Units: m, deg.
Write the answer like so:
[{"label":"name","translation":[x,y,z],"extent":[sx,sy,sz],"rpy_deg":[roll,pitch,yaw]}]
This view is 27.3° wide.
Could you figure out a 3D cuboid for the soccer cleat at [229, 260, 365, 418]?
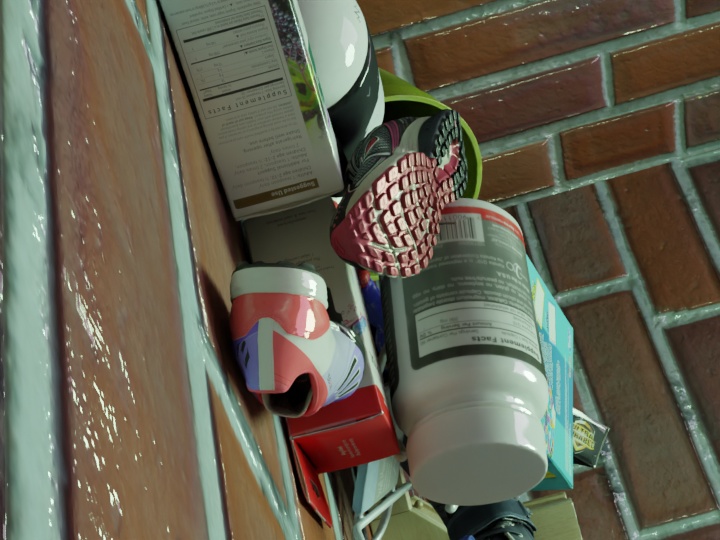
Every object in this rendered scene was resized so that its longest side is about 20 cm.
[{"label":"soccer cleat","translation":[-0.038,0.057,0.864],"extent":[0.200,0.068,0.074],"rpy_deg":[69,23,-70]}]

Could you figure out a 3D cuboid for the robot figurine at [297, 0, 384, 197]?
[{"label":"robot figurine","translation":[-0.049,-0.143,1.111],"extent":[0.125,0.149,0.200],"rpy_deg":[-59,165,-13]}]

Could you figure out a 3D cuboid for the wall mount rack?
[{"label":"wall mount rack","translation":[0.031,0.156,1.165],"extent":[0.174,0.074,0.202],"rpy_deg":[-31,132,-59]}]

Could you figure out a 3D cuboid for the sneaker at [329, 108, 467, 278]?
[{"label":"sneaker","translation":[0.018,-0.051,1.022],"extent":[0.200,0.074,0.081],"rpy_deg":[-51,134,-62]}]

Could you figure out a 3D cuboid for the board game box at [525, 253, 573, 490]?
[{"label":"board game box","translation":[0.131,0.080,1.233],"extent":[0.200,0.047,0.152],"rpy_deg":[49,39,-56]}]

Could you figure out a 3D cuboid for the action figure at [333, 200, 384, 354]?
[{"label":"action figure","translation":[0.000,0.000,1.192],"extent":[0.201,0.065,0.100],"rpy_deg":[70,22,-47]}]

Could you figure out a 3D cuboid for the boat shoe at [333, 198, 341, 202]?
[{"label":"boat shoe","translation":[-0.022,-0.026,1.348],"extent":[0.071,0.069,0.200],"rpy_deg":[58,-14,22]}]

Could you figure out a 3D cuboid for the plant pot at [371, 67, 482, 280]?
[{"label":"plant pot","translation":[-0.004,-0.126,1.500],"extent":[0.193,0.199,0.201],"rpy_deg":[-121,-169,-52]}]

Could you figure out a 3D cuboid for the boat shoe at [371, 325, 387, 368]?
[{"label":"boat shoe","translation":[0.016,0.056,1.326],"extent":[0.060,0.074,0.199],"rpy_deg":[47,-21,-28]}]

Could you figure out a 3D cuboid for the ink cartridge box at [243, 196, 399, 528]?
[{"label":"ink cartridge box","translation":[-0.022,0.066,1.028],"extent":[0.116,0.067,0.202],"rpy_deg":[68,7,-70]}]

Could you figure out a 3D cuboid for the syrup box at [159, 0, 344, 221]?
[{"label":"syrup box","translation":[-0.074,-0.143,0.952],"extent":[0.079,0.081,0.201],"rpy_deg":[-99,172,-62]}]

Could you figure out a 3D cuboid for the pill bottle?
[{"label":"pill bottle","translation":[0.075,0.059,1.069],"extent":[0.114,0.113,0.201],"rpy_deg":[72,11,-55]}]

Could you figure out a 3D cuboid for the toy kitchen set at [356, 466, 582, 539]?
[{"label":"toy kitchen set","translation":[0.102,0.214,1.453],"extent":[0.163,0.198,0.182],"rpy_deg":[-46,121,-88]}]

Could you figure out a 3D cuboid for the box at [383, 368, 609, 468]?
[{"label":"box","translation":[0.102,0.123,1.422],"extent":[0.198,0.199,0.050],"rpy_deg":[-2,-117,56]}]

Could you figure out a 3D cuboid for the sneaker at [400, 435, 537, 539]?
[{"label":"sneaker","translation":[0.086,0.194,1.292],"extent":[0.202,0.077,0.147],"rpy_deg":[45,17,-40]}]

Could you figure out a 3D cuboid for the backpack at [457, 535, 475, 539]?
[{"label":"backpack","translation":[0.060,0.260,0.888],"extent":[0.201,0.153,0.191],"rpy_deg":[-98,163,-52]}]
